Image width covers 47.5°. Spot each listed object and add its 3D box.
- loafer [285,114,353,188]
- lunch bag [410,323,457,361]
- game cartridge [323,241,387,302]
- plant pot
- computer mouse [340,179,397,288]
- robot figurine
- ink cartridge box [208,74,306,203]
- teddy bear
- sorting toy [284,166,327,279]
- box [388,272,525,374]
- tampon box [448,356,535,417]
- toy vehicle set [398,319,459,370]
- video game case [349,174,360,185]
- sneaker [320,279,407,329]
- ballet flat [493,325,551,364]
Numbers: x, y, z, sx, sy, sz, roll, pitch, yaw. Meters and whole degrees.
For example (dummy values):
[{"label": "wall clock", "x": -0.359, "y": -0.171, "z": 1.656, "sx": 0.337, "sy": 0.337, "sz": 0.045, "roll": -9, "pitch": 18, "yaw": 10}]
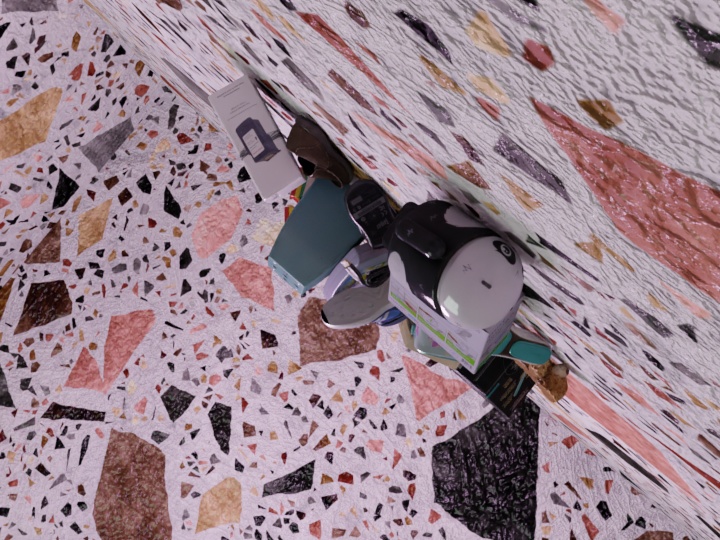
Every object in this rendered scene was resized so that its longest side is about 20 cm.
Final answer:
[{"label": "loafer", "x": -0.079, "y": -0.196, "z": 1.432, "sx": 0.073, "sy": 0.071, "sz": 0.200, "roll": 39, "pitch": 177, "yaw": 33}, {"label": "lunch bag", "x": 0.184, "y": 0.113, "z": 1.622, "sx": 0.158, "sy": 0.078, "sz": 0.200, "roll": 14, "pitch": -165, "yaw": 8}, {"label": "game cartridge", "x": 0.000, "y": 0.000, "z": 1.602, "sx": 0.041, "sy": 0.132, "sz": 0.200, "roll": 63, "pitch": 151, "yaw": 17}, {"label": "plant pot", "x": -0.081, "y": -0.063, "z": 1.570, "sx": 0.141, "sy": 0.201, "sz": 0.141, "roll": 40, "pitch": 166, "yaw": 1}, {"label": "computer mouse", "x": 0.012, "y": -0.066, "z": 1.468, "sx": 0.201, "sy": 0.140, "sz": 0.046, "roll": 51, "pitch": -170, "yaw": -27}, {"label": "robot figurine", "x": 0.114, "y": -0.013, "z": 1.024, "sx": 0.200, "sy": 0.149, "sz": 0.127, "roll": 40, "pitch": 136, "yaw": 45}, {"label": "ink cartridge box", "x": -0.180, "y": -0.230, "z": 1.465, "sx": 0.202, "sy": 0.084, "sz": 0.145, "roll": 62, "pitch": -179, "yaw": -2}, {"label": "teddy bear", "x": 0.335, "y": 0.162, "z": 1.592, "sx": 0.200, "sy": 0.067, "sz": 0.145, "roll": 48, "pitch": 176, "yaw": 23}, {"label": "sorting toy", "x": -0.095, "y": -0.105, "z": 1.755, "sx": 0.069, "sy": 0.202, "sz": 0.200, "roll": 6, "pitch": 160, "yaw": 28}, {"label": "box", "x": 0.145, "y": 0.043, "z": 1.312, "sx": 0.199, "sy": 0.097, "sz": 0.177, "roll": 40, "pitch": 159, "yaw": 19}, {"label": "tampon box", "x": 0.298, "y": 0.204, "z": 1.784, "sx": 0.126, "sy": 0.150, "sz": 0.200, "roll": 38, "pitch": 177, "yaw": 33}, {"label": "toy vehicle set", "x": 0.137, "y": 0.125, "z": 1.728, "sx": 0.123, "sy": 0.027, "sz": 0.201, "roll": 26, "pitch": -161, "yaw": -16}, {"label": "video game case", "x": 0.043, "y": -0.114, "z": 1.625, "sx": 0.182, "sy": 0.022, "sz": 0.200, "roll": 41, "pitch": 177, "yaw": -3}, {"label": "sneaker", "x": 0.020, "y": 0.088, "z": 1.644, "sx": 0.147, "sy": 0.198, "sz": 0.081, "roll": 84, "pitch": 160, "yaw": -61}, {"label": "ballet flat", "x": 0.257, "y": 0.119, "z": 1.470, "sx": 0.198, "sy": 0.070, "sz": 0.069, "roll": 20, "pitch": -172, "yaw": -28}]
